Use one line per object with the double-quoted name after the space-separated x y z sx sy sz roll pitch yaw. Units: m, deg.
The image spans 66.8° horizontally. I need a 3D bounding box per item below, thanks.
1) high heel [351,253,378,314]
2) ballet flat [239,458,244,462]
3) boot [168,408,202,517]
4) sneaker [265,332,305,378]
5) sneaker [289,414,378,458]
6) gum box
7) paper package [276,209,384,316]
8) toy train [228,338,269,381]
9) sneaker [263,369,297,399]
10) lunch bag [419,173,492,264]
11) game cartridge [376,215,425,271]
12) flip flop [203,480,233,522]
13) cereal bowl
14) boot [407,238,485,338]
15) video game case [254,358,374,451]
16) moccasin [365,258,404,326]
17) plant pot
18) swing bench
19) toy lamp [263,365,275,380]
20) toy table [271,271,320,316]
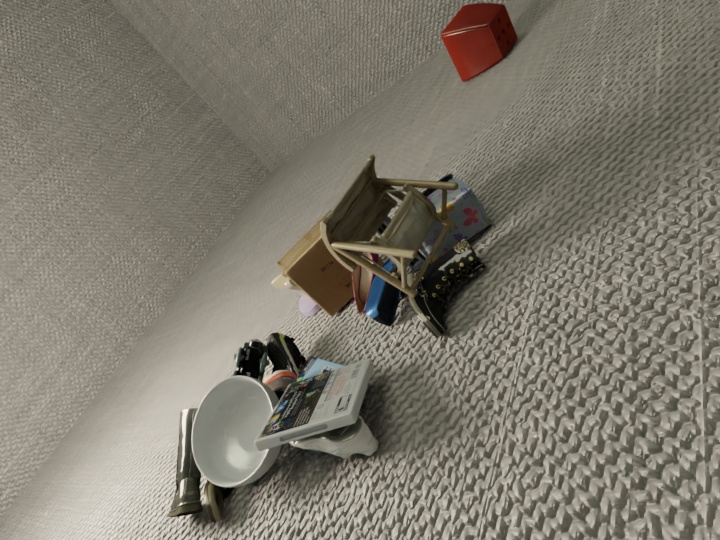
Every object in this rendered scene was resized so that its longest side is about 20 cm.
0.000 0.000 1.243 0.067 0.202 0.096 7 39 18 "high heel"
-0.248 0.374 1.166 0.068 0.064 0.200 -26 20 -15 "ballet flat"
-0.367 0.408 1.157 0.182 0.072 0.202 -43 53 50 "boot"
-0.158 0.215 1.286 0.072 0.082 0.201 -59 40 26 "sneaker"
-0.054 0.290 0.942 0.199 0.080 0.071 -10 41 45 "sneaker"
-0.092 0.267 1.111 0.171 0.045 0.199 -54 24 -20 "gum box"
-0.073 -0.017 1.387 0.200 0.191 0.103 -45 26 1 "paper package"
-0.260 0.258 1.267 0.114 0.084 0.202 133 147 -83 "toy train"
-0.214 0.288 1.131 0.199 0.077 0.082 -39 35 6 "sneaker"
0.174 -0.123 1.230 0.169 0.127 0.200 -36 19 7 "lunch bag"
0.073 -0.079 1.226 0.041 0.200 0.133 -40 21 14 "game cartridge"
-0.287 0.432 1.137 0.057 0.082 0.200 -21 21 -4 "flip flop"
-0.224 0.310 1.053 0.198 0.083 0.202 -10 67 24 "cereal bowl"
0.168 0.026 1.046 0.153 0.074 0.204 -36 24 13 "boot"
-0.074 0.231 0.960 0.180 0.024 0.200 -20 12 15 "video game case"
0.063 0.046 1.205 0.080 0.068 0.201 -34 22 44 "moccasin"
0.439 -0.833 1.957 0.175 0.200 0.201 5 52 48 "plant pot"
0.057 -0.090 1.047 0.198 0.130 0.200 21 58 21 "swing bench"
-0.261 0.284 1.367 0.199 0.058 0.058 -30 26 31 "toy lamp"
-0.152 0.024 1.558 0.183 0.117 0.200 -39 21 13 "toy table"
